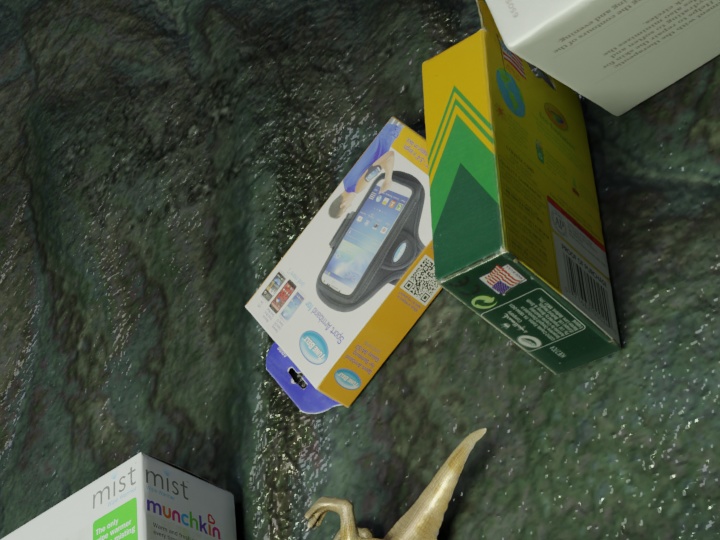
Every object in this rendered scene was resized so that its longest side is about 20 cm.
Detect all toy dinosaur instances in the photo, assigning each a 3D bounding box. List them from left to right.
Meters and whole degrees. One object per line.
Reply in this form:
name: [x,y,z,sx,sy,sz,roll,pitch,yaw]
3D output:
toy dinosaur: [0.015,0.176,0.814,0.101,0.058,0.202,22,88,35]

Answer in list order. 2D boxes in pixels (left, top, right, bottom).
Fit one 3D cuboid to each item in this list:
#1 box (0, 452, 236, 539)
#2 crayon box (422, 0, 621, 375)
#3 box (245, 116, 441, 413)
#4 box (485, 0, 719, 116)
box: [-0.176,0.250,0.910,0.199,0.096,0.178,-32,47,27]
crayon box: [0.095,-0.053,0.824,0.051,0.127,0.202,-26,47,30]
box: [0.000,0.000,0.948,0.200,0.041,0.119,-51,40,2]
box: [0.165,-0.238,0.805,0.198,0.171,0.202,-32,66,25]
